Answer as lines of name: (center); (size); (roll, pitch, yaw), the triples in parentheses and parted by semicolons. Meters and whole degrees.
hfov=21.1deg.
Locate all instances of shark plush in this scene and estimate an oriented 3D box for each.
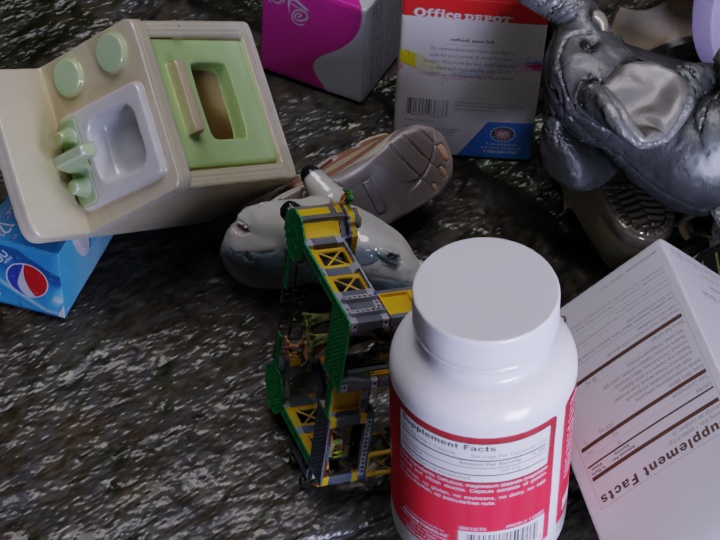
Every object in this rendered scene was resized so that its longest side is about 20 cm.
shark plush: (0.000, 0.000, 1.423); (0.199, 0.084, 0.091); (25, 24, -14)

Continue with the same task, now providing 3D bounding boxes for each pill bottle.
pill bottle: (0.072, 0.082, 1.153); (0.111, 0.201, 0.113); (-1, 44, 1)

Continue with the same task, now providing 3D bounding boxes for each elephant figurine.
elephant figurine: (0.191, -0.122, 1.428); (0.199, 0.142, 0.155); (10, 30, -17)

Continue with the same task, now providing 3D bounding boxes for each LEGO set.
LEGO set: (0.016, 0.049, 1.301); (0.115, 0.201, 0.154); (-7, 30, -22)

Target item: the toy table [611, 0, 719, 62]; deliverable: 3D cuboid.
toy table: (0.289, -0.245, 1.642); (0.117, 0.200, 0.185); (26, 84, 28)

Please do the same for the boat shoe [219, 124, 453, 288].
boat shoe: (-0.022, -0.048, 1.491); (0.199, 0.076, 0.072); (-28, 17, -18)

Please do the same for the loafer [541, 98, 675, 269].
loafer: (0.185, -0.077, 1.522); (0.075, 0.069, 0.201); (3, 45, -19)

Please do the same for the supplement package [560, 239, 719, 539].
supplement package: (0.208, 0.106, 1.215); (0.121, 0.120, 0.201); (26, 36, -46)

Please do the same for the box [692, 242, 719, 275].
box: (0.270, 0.060, 1.338); (0.160, 0.044, 0.201); (-30, 36, 25)

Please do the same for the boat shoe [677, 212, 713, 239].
boat shoe: (0.277, -0.058, 1.510); (0.075, 0.075, 0.202); (-26, 51, -20)

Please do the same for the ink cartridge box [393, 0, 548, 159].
ink cartridge box: (0.088, -0.188, 1.540); (0.115, 0.201, 0.067); (4, 43, 0)

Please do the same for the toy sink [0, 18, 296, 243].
toy sink: (-0.158, -0.105, 1.413); (0.199, 0.112, 0.131); (-8, 78, -53)

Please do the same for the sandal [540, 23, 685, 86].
sandal: (0.191, -0.165, 1.620); (0.199, 0.075, 0.045); (16, 56, 9)

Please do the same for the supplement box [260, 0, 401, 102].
supplement box: (0.002, -0.252, 1.675); (0.101, 0.104, 0.200); (20, 48, 16)

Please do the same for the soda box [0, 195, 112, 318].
soda box: (-0.219, -0.059, 1.481); (0.064, 0.068, 0.201); (12, 44, 10)
